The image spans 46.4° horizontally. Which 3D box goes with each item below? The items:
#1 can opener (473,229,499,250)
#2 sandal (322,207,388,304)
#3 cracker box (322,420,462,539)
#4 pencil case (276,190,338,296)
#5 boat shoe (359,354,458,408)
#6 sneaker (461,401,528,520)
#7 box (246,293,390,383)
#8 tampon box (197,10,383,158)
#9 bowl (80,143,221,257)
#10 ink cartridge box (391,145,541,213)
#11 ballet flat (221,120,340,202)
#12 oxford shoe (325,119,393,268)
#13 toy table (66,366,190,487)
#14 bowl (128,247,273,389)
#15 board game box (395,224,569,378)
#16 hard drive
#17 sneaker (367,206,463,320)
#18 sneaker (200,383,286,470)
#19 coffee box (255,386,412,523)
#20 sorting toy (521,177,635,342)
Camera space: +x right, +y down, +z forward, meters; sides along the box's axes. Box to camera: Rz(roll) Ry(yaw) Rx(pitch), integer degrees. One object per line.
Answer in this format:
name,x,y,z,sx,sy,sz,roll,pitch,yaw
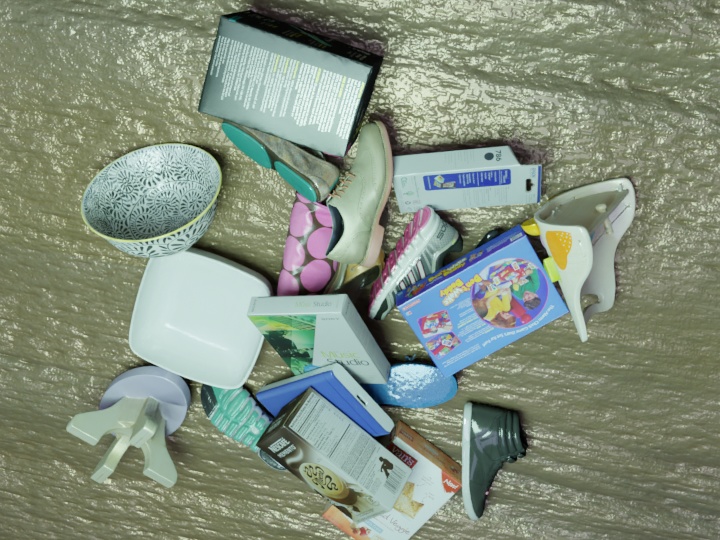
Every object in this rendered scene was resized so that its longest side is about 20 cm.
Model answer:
can opener,0.157,0.028,1.225,0.063,0.079,0.200,44,123,40
sandal,0.000,0.000,1.203,0.054,0.080,0.200,23,92,35
cracker box,0.052,0.357,1.353,0.134,0.058,0.200,37,109,-6
pencil case,-0.066,-0.018,1.222,0.094,0.091,0.200,11,109,-2
boat shoe,0.051,0.167,1.284,0.200,0.069,0.084,0,96,13
sneaker,0.210,0.302,1.304,0.099,0.071,0.200,1,105,12
box,-0.055,0.101,1.193,0.144,0.036,0.200,-3,143,22
tampon box,-0.087,-0.248,1.108,0.200,0.150,0.126,19,110,1
bowl,-0.285,-0.082,1.198,0.201,0.201,0.094,-1,138,8
ink cartridge box,0.146,-0.124,1.153,0.200,0.039,0.099,-2,152,9
ballet flat,-0.107,-0.168,1.179,0.200,0.068,0.067,39,69,19
oxford shoe,-0.004,-0.105,1.127,0.074,0.071,0.200,6,91,-21
toy table,-0.352,0.248,1.308,0.184,0.117,0.200,26,130,-9
bowl,-0.235,0.063,1.280,0.200,0.075,0.200,21,111,1
board game box,0.169,0.045,1.170,0.200,0.045,0.135,-29,110,11
hard drive,-0.058,0.211,1.275,0.132,0.025,0.200,48,140,-16
sneaker,0.081,0.005,1.216,0.087,0.074,0.200,25,118,-14
sneaker,-0.174,0.248,1.344,0.200,0.088,0.074,41,84,16
coffee box,-0.040,0.276,1.243,0.200,0.080,0.113,39,143,-5
sorting toy,0.303,-0.007,1.135,0.107,0.200,0.180,-4,110,36
